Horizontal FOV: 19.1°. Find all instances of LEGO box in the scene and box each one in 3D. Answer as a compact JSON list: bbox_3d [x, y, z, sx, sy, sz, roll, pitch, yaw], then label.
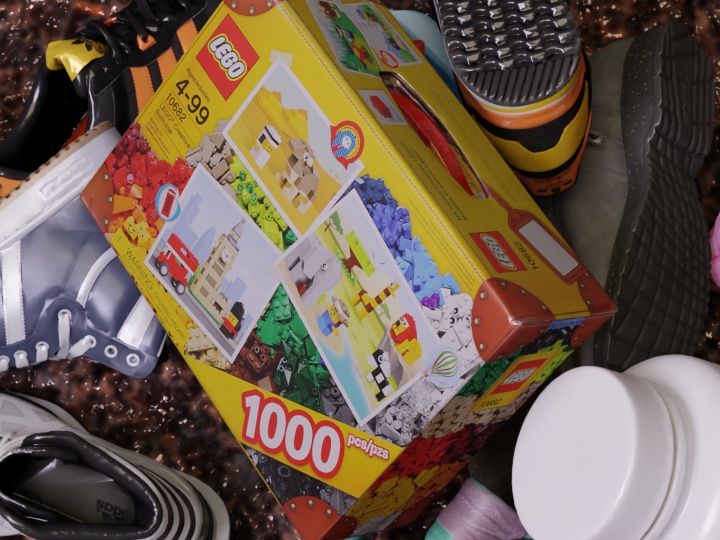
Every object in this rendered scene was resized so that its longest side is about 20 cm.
[{"bbox_3d":[-0.010,-0.008,0.916,0.149,0.077,0.200,-50,64,29],"label":"LEGO box"}]

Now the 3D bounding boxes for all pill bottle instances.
[{"bbox_3d":[0.165,0.101,0.927,0.199,0.109,0.110,18,71,-32],"label":"pill bottle"}]

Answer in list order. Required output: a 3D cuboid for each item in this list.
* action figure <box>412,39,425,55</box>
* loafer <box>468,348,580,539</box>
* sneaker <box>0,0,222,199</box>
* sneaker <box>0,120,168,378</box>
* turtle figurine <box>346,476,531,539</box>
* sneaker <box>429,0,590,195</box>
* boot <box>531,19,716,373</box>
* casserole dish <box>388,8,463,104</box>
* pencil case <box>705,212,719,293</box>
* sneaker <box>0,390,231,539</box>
[{"bbox_3d":[0.000,0.000,1.000,0.099,0.065,0.201,-21,110,-20],"label":"action figure"},{"bbox_3d":[0.104,0.116,1.003,0.076,0.067,0.201,-34,52,36],"label":"loafer"},{"bbox_3d":[-0.113,-0.102,1.074,0.070,0.090,0.201,27,79,36],"label":"sneaker"},{"bbox_3d":[-0.163,0.033,1.010,0.200,0.070,0.109,-40,94,0],"label":"sneaker"},{"bbox_3d":[-0.013,0.171,0.974,0.149,0.101,0.200,35,87,17],"label":"turtle figurine"},{"bbox_3d":[0.066,-0.122,1.003,0.070,0.090,0.201,-13,47,5],"label":"sneaker"},{"bbox_3d":[0.099,-0.021,1.025,0.130,0.068,0.201,-14,54,39],"label":"boot"},{"bbox_3d":[-0.025,-0.044,1.053,0.121,0.039,0.200,42,96,-5],"label":"casserole dish"},{"bbox_3d":[0.218,-0.079,1.040,0.086,0.083,0.201,8,75,8],"label":"pencil case"},{"bbox_3d":[-0.165,0.088,1.011,0.199,0.115,0.076,15,75,21],"label":"sneaker"}]
